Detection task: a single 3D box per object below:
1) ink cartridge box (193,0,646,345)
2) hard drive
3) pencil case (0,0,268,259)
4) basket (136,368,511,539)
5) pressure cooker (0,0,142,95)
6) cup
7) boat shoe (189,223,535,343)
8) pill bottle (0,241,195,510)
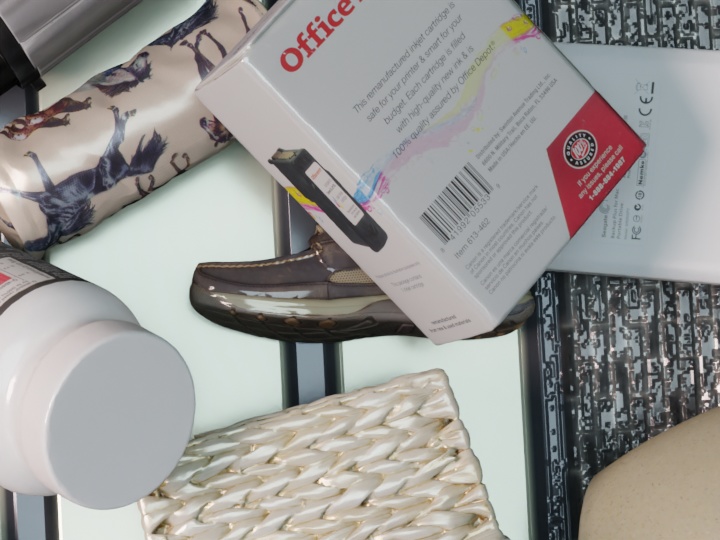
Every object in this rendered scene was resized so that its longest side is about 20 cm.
[{"bbox_3d":[0.033,-0.083,1.355,0.200,0.083,0.146,46,68,-10],"label":"ink cartridge box"},{"bbox_3d":[0.201,-0.059,1.422,0.199,0.026,0.133,5,87,19],"label":"hard drive"},{"bbox_3d":[-0.131,-0.084,1.410,0.199,0.090,0.078,-32,126,-5],"label":"pencil case"},{"bbox_3d":[-0.025,0.138,1.380,0.199,0.136,0.124,-15,84,-5],"label":"basket"},{"bbox_3d":[-0.201,-0.194,1.359,0.200,0.179,0.176,-38,93,-6],"label":"pressure cooker"},{"bbox_3d":[0.201,0.161,1.382,0.142,0.200,0.202,-2,87,20],"label":"cup"},{"bbox_3d":[0.000,0.000,1.425,0.199,0.074,0.074,1,77,-13],"label":"boat shoe"},{"bbox_3d":[-0.182,0.052,1.329,0.116,0.199,0.117,-14,113,-37],"label":"pill bottle"}]
